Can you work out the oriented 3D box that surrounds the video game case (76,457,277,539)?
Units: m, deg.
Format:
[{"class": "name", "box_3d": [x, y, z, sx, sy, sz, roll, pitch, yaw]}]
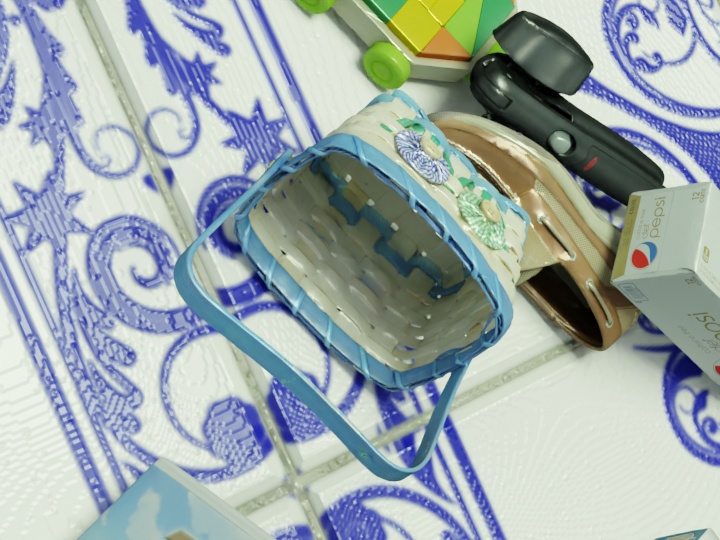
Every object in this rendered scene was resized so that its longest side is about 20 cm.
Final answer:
[{"class": "video game case", "box_3d": [-0.092, 0.208, 0.793, 0.199, 0.022, 0.182, 31, 62, 29]}]

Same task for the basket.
[{"class": "basket", "box_3d": [0.000, 0.000, 0.919, 0.176, 0.139, 0.200, 43, 50, -11]}]

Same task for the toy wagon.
[{"class": "toy wagon", "box_3d": [0.049, -0.189, 1.063, 0.200, 0.040, 0.155, 45, 60, -9]}]

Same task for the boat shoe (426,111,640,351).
[{"class": "boat shoe", "box_3d": [0.107, -0.024, 1.026, 0.200, 0.076, 0.072, 38, 63, -11]}]

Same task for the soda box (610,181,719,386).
[{"class": "soda box", "box_3d": [0.245, 0.023, 1.050, 0.200, 0.063, 0.069, 39, 57, -40]}]

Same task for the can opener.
[{"class": "can opener", "box_3d": [0.146, -0.089, 1.056, 0.200, 0.078, 0.064, 36, 34, -33]}]

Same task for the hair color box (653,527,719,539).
[{"class": "hair color box", "box_3d": [0.234, 0.275, 1.009, 0.100, 0.060, 0.201, -39, 94, -32]}]
